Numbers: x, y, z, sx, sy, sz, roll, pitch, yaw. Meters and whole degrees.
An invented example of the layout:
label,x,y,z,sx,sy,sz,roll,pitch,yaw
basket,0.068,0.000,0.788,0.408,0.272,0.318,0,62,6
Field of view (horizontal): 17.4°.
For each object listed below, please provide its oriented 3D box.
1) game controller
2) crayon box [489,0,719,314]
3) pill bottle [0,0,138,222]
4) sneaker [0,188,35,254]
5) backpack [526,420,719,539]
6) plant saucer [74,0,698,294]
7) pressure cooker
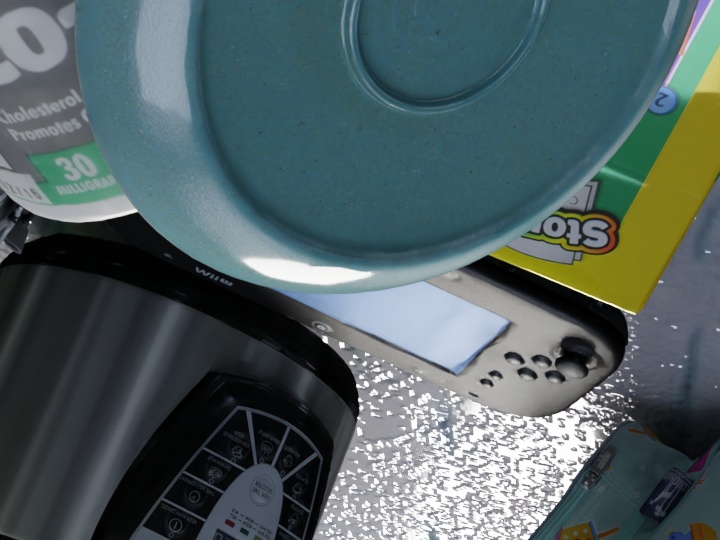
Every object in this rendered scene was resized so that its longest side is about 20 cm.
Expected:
label,x,y,z,sx,sy,sz,roll,pitch,yaw
game controller,0.000,0.000,0.878,0.199,0.042,0.104,25,145,-8
crayon box,0.035,-0.098,0.746,0.199,0.058,0.173,22,128,-5
pill bottle,-0.102,-0.116,0.630,0.112,0.114,0.200,-4,140,30
sneaker,-0.149,-0.045,0.932,0.199,0.075,0.082,-9,126,52
backpack,0.124,0.179,1.004,0.153,0.200,0.176,25,151,19
plant saucer,0.020,-0.076,0.639,0.027,0.200,0.200,45,172,48
pressure cooker,-0.106,0.108,0.989,0.175,0.201,0.179,20,162,10
